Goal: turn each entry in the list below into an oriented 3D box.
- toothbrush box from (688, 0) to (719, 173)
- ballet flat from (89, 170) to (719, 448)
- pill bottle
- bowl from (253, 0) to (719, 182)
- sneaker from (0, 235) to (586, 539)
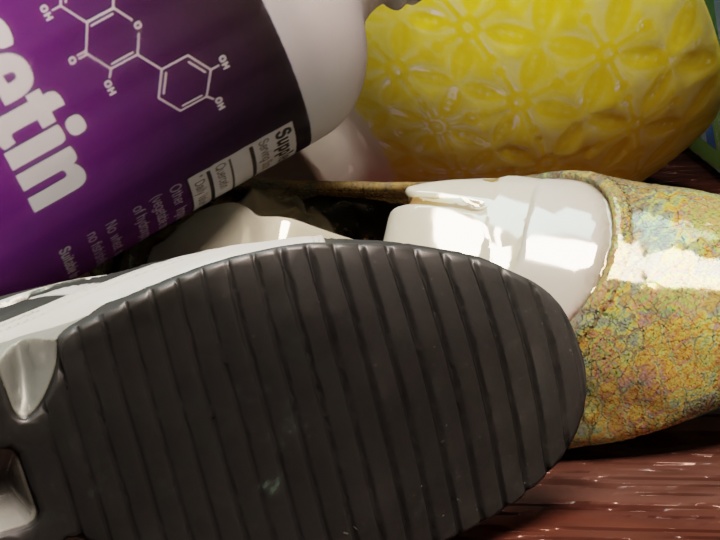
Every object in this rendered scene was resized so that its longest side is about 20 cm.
[{"bbox_3d":[0.172,-0.088,0.940,0.145,0.086,0.200,-12,12,-5],"label":"toothbrush box"},{"bbox_3d":[0.011,0.004,0.700,0.200,0.071,0.071,-1,15,43],"label":"ballet flat"},{"bbox_3d":[-0.078,-0.057,0.703,0.200,0.113,0.112,-31,16,-7],"label":"pill bottle"},{"bbox_3d":[-0.001,-0.077,0.881,0.108,0.200,0.200,-45,24,-15],"label":"bowl"},{"bbox_3d":[-0.052,0.028,0.643,0.199,0.074,0.089,-10,15,-1],"label":"sneaker"}]
